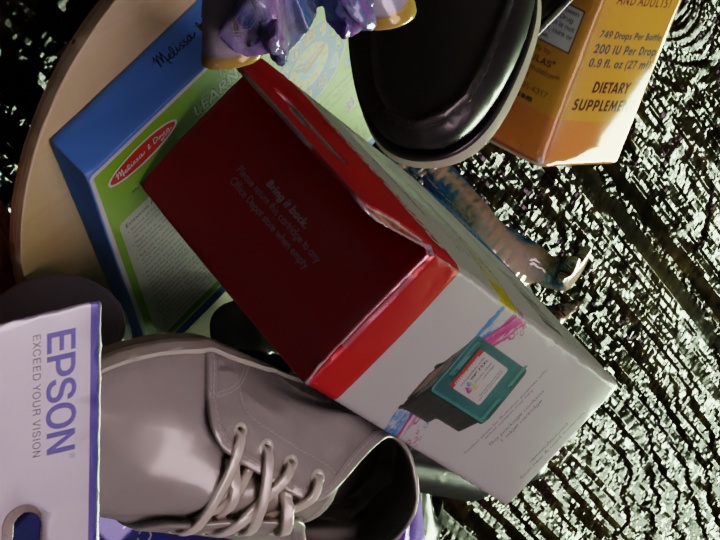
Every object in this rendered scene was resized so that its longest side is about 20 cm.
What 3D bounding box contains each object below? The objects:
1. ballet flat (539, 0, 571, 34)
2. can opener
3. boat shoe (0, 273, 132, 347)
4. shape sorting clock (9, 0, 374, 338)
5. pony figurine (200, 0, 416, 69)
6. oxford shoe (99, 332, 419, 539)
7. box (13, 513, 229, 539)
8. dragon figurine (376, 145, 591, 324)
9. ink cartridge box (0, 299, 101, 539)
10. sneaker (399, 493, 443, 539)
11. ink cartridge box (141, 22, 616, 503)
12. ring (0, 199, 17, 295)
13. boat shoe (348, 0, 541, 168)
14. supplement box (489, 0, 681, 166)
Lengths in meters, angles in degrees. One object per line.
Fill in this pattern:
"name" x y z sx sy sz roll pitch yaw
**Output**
"ballet flat" 0.083 -0.138 1.145 0.200 0.068 0.068 -52 -174 23
"can opener" 0.008 0.050 1.201 0.053 0.067 0.200 -22 160 27
"boat shoe" -0.157 0.084 1.036 0.200 0.074 0.065 -34 147 -19
"shape sorting clock" -0.058 -0.054 1.111 0.200 0.039 0.200 -39 148 -30
"pony figurine" -0.031 -0.172 0.955 0.193 0.166 0.200 -52 138 -59
"oxford shoe" -0.047 0.069 1.055 0.200 0.058 0.075 12 117 -49
"box" -0.119 0.140 1.140 0.200 0.032 0.121 -44 126 1
"dragon figurine" 0.041 -0.002 1.262 0.059 0.099 0.200 -47 165 -17
"ink cartridge box" -0.181 0.107 0.931 0.200 0.047 0.198 -14 123 -31
"sneaker" -0.019 0.082 1.260 0.100 0.069 0.200 -61 146 -19
"ink cartridge box" 0.000 0.000 1.069 0.067 0.116 0.200 -46 145 6
"ring" -0.198 0.045 1.036 0.200 0.019 0.201 -32 139 -33
"boat shoe" 0.034 -0.137 1.074 0.063 0.074 0.202 65 35 -66
"supplement box" 0.102 -0.145 1.215 0.066 0.069 0.200 -5 119 -53
